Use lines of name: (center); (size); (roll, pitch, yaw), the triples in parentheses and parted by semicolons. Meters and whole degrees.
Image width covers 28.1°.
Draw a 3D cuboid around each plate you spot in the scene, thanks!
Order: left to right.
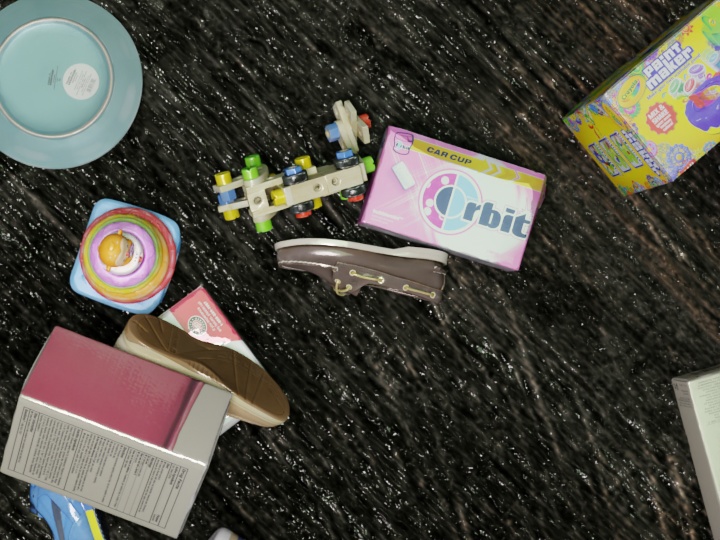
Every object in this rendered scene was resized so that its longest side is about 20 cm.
plate: (-0.346, -0.216, 1.623); (0.199, 0.026, 0.202); (0, 87, -5)

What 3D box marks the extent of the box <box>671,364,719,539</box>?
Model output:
box: (0.428, 0.211, 1.657); (0.082, 0.068, 0.201); (-13, 90, -5)

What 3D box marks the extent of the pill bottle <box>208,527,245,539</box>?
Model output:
pill bottle: (-0.100, 0.381, 1.583); (0.199, 0.111, 0.111); (33, 86, -4)

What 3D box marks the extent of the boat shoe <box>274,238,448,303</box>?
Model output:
boat shoe: (0.000, 0.000, 1.626); (0.199, 0.072, 0.060); (5, 85, -11)

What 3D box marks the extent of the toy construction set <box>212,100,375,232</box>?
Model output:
toy construction set: (-0.062, -0.108, 1.603); (0.199, 0.131, 0.092); (-32, 108, -10)

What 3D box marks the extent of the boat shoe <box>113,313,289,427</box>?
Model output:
boat shoe: (-0.170, 0.117, 1.530); (0.199, 0.071, 0.065); (30, 120, -11)

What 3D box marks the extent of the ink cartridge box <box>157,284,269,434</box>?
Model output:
ink cartridge box: (-0.212, 0.134, 1.594); (0.200, 0.083, 0.146); (-37, 92, -5)

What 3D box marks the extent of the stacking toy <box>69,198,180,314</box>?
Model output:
stacking toy: (-0.254, -0.019, 1.537); (0.109, 0.200, 0.117); (18, 86, -4)

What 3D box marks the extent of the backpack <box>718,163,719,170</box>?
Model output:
backpack: (0.524, -0.096, 1.618); (0.199, 0.154, 0.176); (-13, 45, -26)

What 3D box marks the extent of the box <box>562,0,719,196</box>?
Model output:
box: (0.355, -0.198, 1.602); (0.200, 0.193, 0.122); (-40, 92, -5)

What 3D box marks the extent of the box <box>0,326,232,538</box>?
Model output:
box: (-0.249, 0.165, 1.469); (0.199, 0.109, 0.128); (22, 131, -5)

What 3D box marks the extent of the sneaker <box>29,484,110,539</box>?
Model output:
sneaker: (-0.342, 0.224, 1.590); (0.078, 0.066, 0.201); (-17, 90, -2)

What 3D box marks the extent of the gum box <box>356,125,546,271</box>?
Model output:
gum box: (0.108, -0.078, 1.638); (0.199, 0.066, 0.114); (17, 88, -4)
